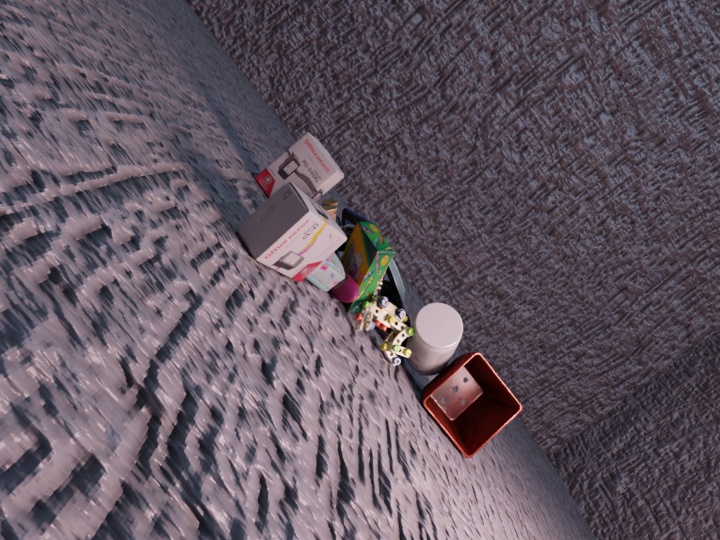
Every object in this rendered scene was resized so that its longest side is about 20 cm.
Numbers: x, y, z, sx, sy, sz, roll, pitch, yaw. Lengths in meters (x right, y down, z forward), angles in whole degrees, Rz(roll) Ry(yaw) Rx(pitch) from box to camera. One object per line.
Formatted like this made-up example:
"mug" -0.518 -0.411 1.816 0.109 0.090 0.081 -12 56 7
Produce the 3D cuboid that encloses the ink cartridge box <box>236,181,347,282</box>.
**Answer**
"ink cartridge box" -0.133 -0.071 1.276 0.086 0.147 0.200 52 8 22

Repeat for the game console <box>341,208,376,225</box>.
"game console" -0.011 -0.063 1.941 0.169 0.119 0.201 30 -26 12

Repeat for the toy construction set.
"toy construction set" 0.057 0.143 1.604 0.091 0.132 0.199 10 -24 50

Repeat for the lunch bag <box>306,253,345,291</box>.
"lunch bag" -0.128 -0.055 1.503 0.201 0.077 0.160 56 10 32

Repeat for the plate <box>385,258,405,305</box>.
"plate" 0.092 0.004 1.848 0.200 0.025 0.203 157 -89 -87

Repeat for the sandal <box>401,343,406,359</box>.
"sandal" 0.125 0.207 1.897 0.047 0.076 0.201 22 9 -16

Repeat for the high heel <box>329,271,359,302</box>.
"high heel" -0.068 0.004 1.586 0.096 0.067 0.200 58 -3 -36

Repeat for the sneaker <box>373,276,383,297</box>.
"sneaker" 0.033 0.029 1.689 0.070 0.201 0.080 -1 47 -34

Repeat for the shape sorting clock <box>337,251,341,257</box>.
"shape sorting clock" -0.105 -0.070 1.853 0.201 0.039 0.200 53 3 -4

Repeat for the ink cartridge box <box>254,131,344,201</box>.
"ink cartridge box" -0.166 -0.257 1.743 0.146 0.199 0.083 52 7 10

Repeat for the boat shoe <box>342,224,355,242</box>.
"boat shoe" -0.008 -0.099 1.734 0.066 0.058 0.199 -5 20 -32

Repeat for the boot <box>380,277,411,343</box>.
"boot" 0.088 0.116 1.862 0.162 0.072 0.201 106 -38 -85

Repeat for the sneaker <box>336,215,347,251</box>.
"sneaker" -0.083 -0.120 1.885 0.079 0.076 0.200 33 7 -36

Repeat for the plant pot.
"plant pot" 0.281 0.345 1.727 0.201 0.199 0.176 50 -4 -6

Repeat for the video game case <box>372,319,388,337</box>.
"video game case" 0.017 0.093 1.897 0.183 0.024 0.200 50 9 -17

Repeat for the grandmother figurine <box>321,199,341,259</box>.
"grandmother figurine" -0.079 -0.085 1.685 0.122 0.059 0.203 -70 162 -59

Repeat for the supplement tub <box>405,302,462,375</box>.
"supplement tub" 0.193 0.187 1.698 0.133 0.131 0.201 54 -22 22

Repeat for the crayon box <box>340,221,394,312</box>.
"crayon box" 0.002 -0.008 1.619 0.057 0.202 0.119 1 40 -34
